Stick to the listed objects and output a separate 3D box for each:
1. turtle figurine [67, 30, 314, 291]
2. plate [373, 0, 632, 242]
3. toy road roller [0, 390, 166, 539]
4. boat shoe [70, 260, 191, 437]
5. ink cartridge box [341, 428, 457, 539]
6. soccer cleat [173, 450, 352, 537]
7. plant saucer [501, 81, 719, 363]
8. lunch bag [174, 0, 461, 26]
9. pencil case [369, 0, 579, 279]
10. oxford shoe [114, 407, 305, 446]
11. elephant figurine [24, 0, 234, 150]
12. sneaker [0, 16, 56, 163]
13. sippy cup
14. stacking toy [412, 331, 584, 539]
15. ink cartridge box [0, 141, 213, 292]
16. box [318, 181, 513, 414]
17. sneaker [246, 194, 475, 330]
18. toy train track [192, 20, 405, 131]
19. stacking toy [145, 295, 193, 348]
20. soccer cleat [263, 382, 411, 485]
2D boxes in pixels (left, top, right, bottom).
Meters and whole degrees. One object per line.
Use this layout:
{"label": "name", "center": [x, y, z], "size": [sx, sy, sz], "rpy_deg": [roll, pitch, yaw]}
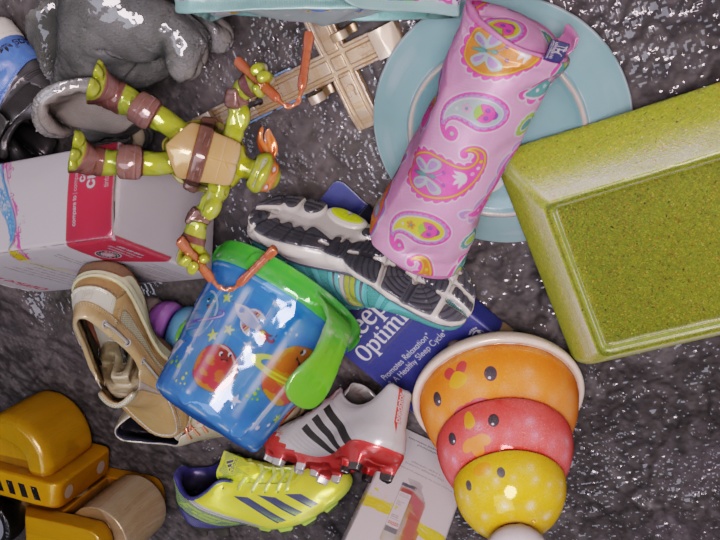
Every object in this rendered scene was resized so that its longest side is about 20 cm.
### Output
{"label": "turtle figurine", "center": [-0.121, -0.096, 0.690], "size": [0.161, 0.064, 0.201], "rpy_deg": [17, 102, -14]}
{"label": "plate", "center": [0.104, -0.107, 0.721], "size": [0.199, 0.026, 0.201], "rpy_deg": [7, 120, 12]}
{"label": "toy road roller", "center": [-0.310, 0.214, 0.992], "size": [0.199, 0.123, 0.147], "rpy_deg": [9, 107, 17]}
{"label": "boat shoe", "center": [-0.199, 0.088, 0.803], "size": [0.071, 0.076, 0.200], "rpy_deg": [-9, 132, 13]}
{"label": "ink cartridge box", "center": [0.019, 0.261, 0.842], "size": [0.083, 0.200, 0.145], "rpy_deg": [25, 122, 7]}
{"label": "soccer cleat", "center": [-0.104, 0.215, 0.946], "size": [0.200, 0.065, 0.084], "rpy_deg": [-15, 107, 26]}
{"label": "plant saucer", "center": [0.223, -0.019, 0.697], "size": [0.199, 0.048, 0.200], "rpy_deg": [-16, 114, 22]}
{"label": "lunch bag", "center": [-0.023, -0.254, 0.642], "size": [0.199, 0.122, 0.171], "rpy_deg": [3, 100, 9]}
{"label": "pencil case", "center": [0.076, -0.091, 0.675], "size": [0.087, 0.087, 0.200], "rpy_deg": [28, 121, 5]}
{"label": "oxford shoe", "center": [-0.146, 0.142, 0.918], "size": [0.199, 0.074, 0.071], "rpy_deg": [-12, 109, 24]}
{"label": "elephant figurine", "center": [-0.205, -0.155, 0.752], "size": [0.155, 0.142, 0.200], "rpy_deg": [44, 118, -11]}
{"label": "sneaker", "center": [-0.342, -0.120, 0.859], "size": [0.200, 0.077, 0.111], "rpy_deg": [-41, 87, 25]}
{"label": "sippy cup", "center": [-0.089, 0.067, 0.758], "size": [0.139, 0.131, 0.178], "rpy_deg": [33, 165, 2]}
{"label": "stacking toy", "center": [0.118, 0.160, 0.741], "size": [0.146, 0.200, 0.146], "rpy_deg": [-1, 130, -1]}
{"label": "ink cartridge box", "center": [-0.247, -0.038, 0.817], "size": [0.199, 0.148, 0.086], "rpy_deg": [-4, 77, 22]}
{"label": "box", "center": [0.018, 0.029, 0.827], "size": [0.200, 0.032, 0.121], "rpy_deg": [41, 122, -2]}
{"label": "sneaker", "center": [0.000, 0.000, 0.771], "size": [0.199, 0.078, 0.080], "rpy_deg": [22, 139, 18]}
{"label": "toy train track", "center": [-0.056, -0.148, 0.763], "size": [0.199, 0.033, 0.115], "rpy_deg": [-20, 107, 27]}
{"label": "stacking toy", "center": [-0.117, 0.076, 0.876], "size": [0.199, 0.085, 0.086], "rpy_deg": [7, 117, 13]}
{"label": "soccer cleat", "center": [-0.021, 0.145, 0.856], "size": [0.068, 0.085, 0.200], "rpy_deg": [28, 157, -25]}
